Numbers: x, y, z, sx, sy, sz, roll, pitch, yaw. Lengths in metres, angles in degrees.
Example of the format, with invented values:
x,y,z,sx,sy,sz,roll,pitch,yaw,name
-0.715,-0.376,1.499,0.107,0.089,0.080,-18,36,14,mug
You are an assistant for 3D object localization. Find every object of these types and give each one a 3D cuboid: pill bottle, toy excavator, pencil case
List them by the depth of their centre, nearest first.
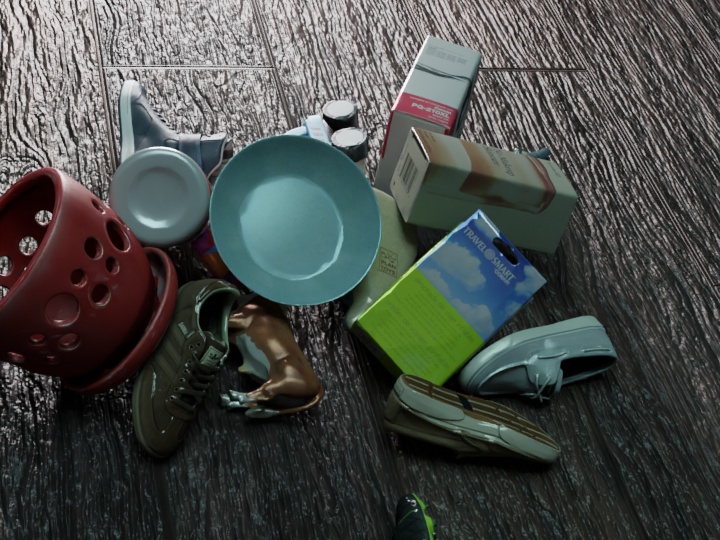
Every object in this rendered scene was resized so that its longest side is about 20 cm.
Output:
x,y,z,sx,sy,sz,roll,pitch,yaw,name
-0.228,-0.082,1.637,0.112,0.113,0.200,7,0,-5,pill bottle
-0.106,-0.067,1.667,0.200,0.088,0.088,-42,55,-1,pencil case
-0.084,-0.116,1.800,0.199,0.100,0.195,-11,42,-5,toy excavator

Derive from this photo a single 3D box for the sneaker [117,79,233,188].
x,y,z,sx,sy,sz,roll,pitch,yaw,name
-0.238,-0.171,1.814,0.145,0.077,0.203,-7,52,-4,sneaker

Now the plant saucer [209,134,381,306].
x,y,z,sx,sy,sz,roll,pitch,yaw,name
-0.076,-0.054,1.591,0.200,0.039,0.202,5,74,-17,plant saucer

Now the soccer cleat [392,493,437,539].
x,y,z,sx,sy,sz,roll,pitch,yaw,name
0.042,0.299,1.362,0.081,0.068,0.200,-7,42,-1,soccer cleat

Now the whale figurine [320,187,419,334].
x,y,z,sx,sy,sz,roll,pitch,yaw,name
0.000,0.000,1.681,0.159,0.104,0.201,22,55,-36,whale figurine

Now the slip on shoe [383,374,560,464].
x,y,z,sx,sy,sz,roll,pitch,yaw,name
0.120,0.176,1.527,0.199,0.061,0.076,21,15,-16,slip on shoe

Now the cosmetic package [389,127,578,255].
x,y,z,sx,sy,sz,roll,pitch,yaw,name
0.148,-0.096,1.703,0.199,0.088,0.103,12,26,-20,cosmetic package

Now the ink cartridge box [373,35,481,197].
x,y,z,sx,sy,sz,roll,pitch,yaw,name
0.091,-0.197,1.879,0.084,0.145,0.200,18,41,6,ink cartridge box

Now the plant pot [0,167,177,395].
x,y,z,sx,sy,sz,roll,pitch,yaw,name
-0.309,0.022,1.475,0.182,0.200,0.201,39,27,-34,plant pot

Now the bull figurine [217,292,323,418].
x,y,z,sx,sy,sz,roll,pitch,yaw,name
-0.117,0.086,1.569,0.121,0.065,0.200,-15,44,-22,bull figurine

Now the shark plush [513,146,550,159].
x,y,z,sx,sy,sz,roll,pitch,yaw,name
0.221,-0.114,1.907,0.083,0.091,0.200,36,21,-1,shark plush

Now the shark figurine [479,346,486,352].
x,y,z,sx,sy,sz,roll,pitch,yaw,name
0.144,0.013,1.688,0.128,0.090,0.214,38,34,10,shark figurine

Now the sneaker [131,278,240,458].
x,y,z,sx,sy,sz,roll,pitch,yaw,name
-0.181,0.097,1.475,0.070,0.075,0.201,32,60,-38,sneaker

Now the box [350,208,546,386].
x,y,z,sx,sy,sz,roll,pitch,yaw,name
0.100,0.040,1.595,0.200,0.048,0.122,-42,88,-17,box

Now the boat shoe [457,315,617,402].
x,y,z,sx,sy,sz,roll,pitch,yaw,name
0.209,0.110,1.610,0.200,0.070,0.072,-16,53,-25,boat shoe
